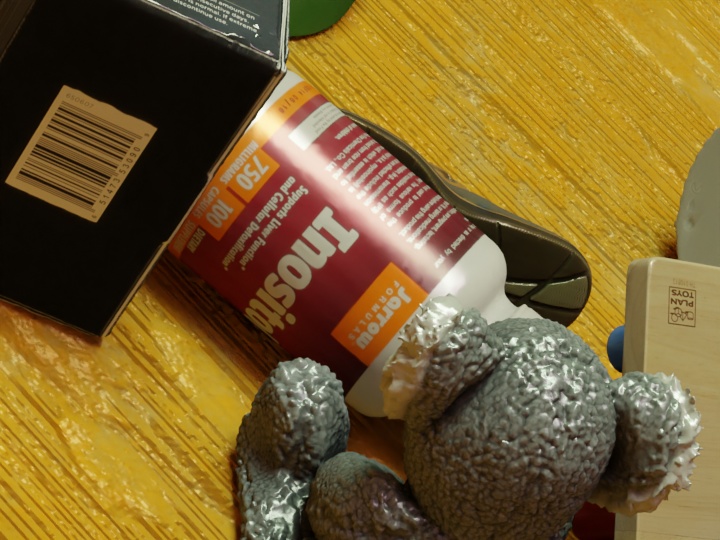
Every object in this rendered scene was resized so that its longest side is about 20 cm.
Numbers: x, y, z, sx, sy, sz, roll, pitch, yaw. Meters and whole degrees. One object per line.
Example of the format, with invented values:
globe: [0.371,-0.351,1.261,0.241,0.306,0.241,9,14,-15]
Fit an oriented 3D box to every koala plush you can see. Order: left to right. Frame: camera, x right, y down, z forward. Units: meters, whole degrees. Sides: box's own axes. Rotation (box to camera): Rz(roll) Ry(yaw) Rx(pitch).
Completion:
koala plush: [0.053,0.100,1.280,0.177,0.200,0.184,25,38,-18]

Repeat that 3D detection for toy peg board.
toy peg board: [0.189,0.109,1.414,0.199,0.098,0.200,9,79,-33]

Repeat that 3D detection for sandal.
sandal: [0.037,-0.030,1.517,0.199,0.082,0.055,23,22,-17]

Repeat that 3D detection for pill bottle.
pill bottle: [0.000,0.000,1.418,0.200,0.113,0.113,40,36,4]

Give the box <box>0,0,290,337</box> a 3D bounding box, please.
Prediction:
box: [-0.128,-0.114,1.360,0.124,0.200,0.197,24,38,-17]

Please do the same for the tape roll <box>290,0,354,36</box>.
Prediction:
tape roll: [-0.079,-0.227,1.654,0.200,0.048,0.201,23,39,-20]

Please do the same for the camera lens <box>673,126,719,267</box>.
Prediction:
camera lens: [0.309,-0.018,1.660,0.199,0.160,0.160,6,46,-37]
